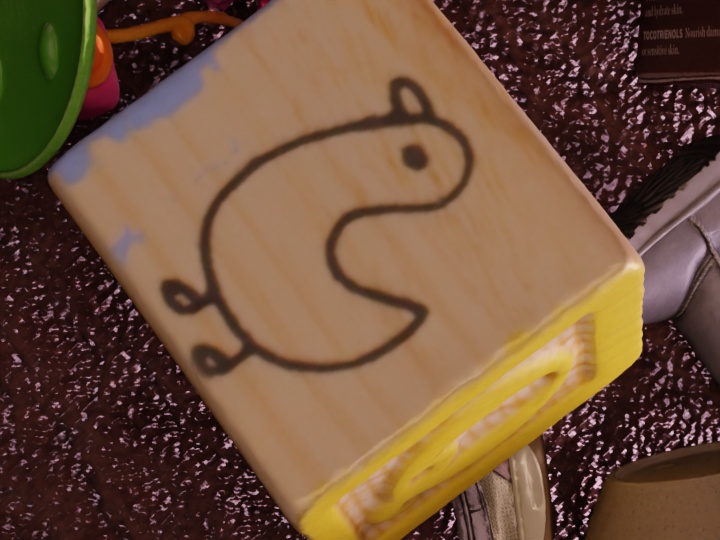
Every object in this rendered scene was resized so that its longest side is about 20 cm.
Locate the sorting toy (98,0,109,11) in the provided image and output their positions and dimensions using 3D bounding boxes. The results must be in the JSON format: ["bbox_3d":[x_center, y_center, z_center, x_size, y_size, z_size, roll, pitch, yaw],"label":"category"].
[{"bbox_3d":[-0.207,-0.188,1.083,0.200,0.036,0.185,-44,100,-4],"label":"sorting toy"}]

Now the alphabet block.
[{"bbox_3d":[0.000,0.000,1.017,0.195,0.196,0.200,-38,74,-2],"label":"alphabet block"}]

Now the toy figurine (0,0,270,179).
[{"bbox_3d":[-0.100,-0.146,1.056,0.184,0.150,0.200,-3,82,-39],"label":"toy figurine"}]

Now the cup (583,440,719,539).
[{"bbox_3d":[0.186,0.165,1.093,0.200,0.200,0.143,-12,93,-9],"label":"cup"}]

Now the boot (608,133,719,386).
[{"bbox_3d":[0.194,0.051,1.158,0.182,0.073,0.200,-37,106,-3],"label":"boot"}]

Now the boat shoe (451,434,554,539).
[{"bbox_3d":[0.072,0.175,1.143,0.065,0.073,0.200,-3,94,4],"label":"boat shoe"}]

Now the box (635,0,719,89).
[{"bbox_3d":[0.250,-0.187,1.090,0.166,0.164,0.200,3,93,-14],"label":"box"}]
